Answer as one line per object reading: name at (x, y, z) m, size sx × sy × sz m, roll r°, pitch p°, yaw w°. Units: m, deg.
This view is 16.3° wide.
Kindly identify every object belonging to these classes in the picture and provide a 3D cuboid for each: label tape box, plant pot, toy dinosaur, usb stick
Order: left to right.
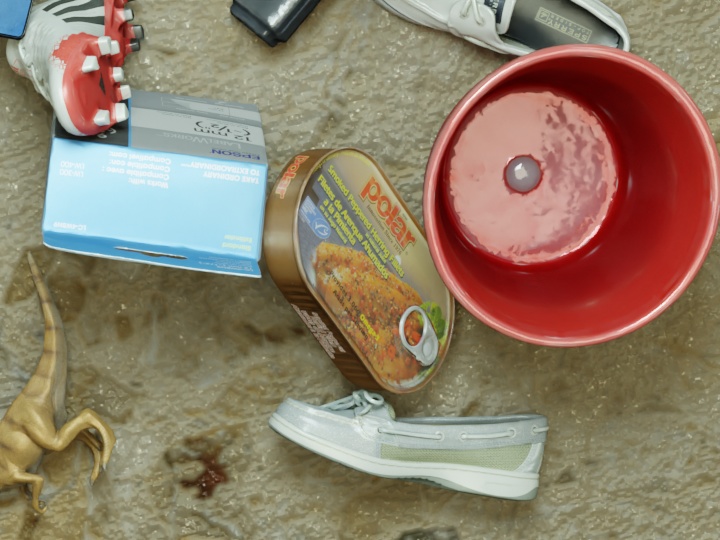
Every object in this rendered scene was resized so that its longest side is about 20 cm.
toy dinosaur at (-0.221, 0.101, 1.747) m, size 0.106 × 0.060 × 0.200 m, roll 23°, pitch 94°, yaw -7°
label tape box at (-0.135, -0.063, 1.662) m, size 0.143 × 0.200 × 0.066 m, roll 7°, pitch 107°, yaw -8°
usb stick at (-0.012, -0.243, 1.735) m, size 0.055 × 0.033 × 0.200 m, roll 41°, pitch 92°, yaw 25°
plant pot at (0.127, -0.058, 1.708) m, size 0.200 × 0.177 × 0.201 m, roll -1°, pitch 98°, yaw -7°

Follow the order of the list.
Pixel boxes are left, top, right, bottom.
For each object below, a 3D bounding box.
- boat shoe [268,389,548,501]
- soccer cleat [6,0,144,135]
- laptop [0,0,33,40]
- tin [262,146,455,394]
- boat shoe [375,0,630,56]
boat shoe at (0.034, 0.115, 1.775) m, size 0.202 × 0.074 × 0.065 m, roll 13°, pitch 90°, yaw -12°
soccer cleat at (-0.195, -0.137, 1.656) m, size 0.085 × 0.200 × 0.069 m, roll -8°, pitch 116°, yaw 7°
laptop at (-0.295, -0.275, 1.629) m, size 0.187 × 0.116 × 0.200 m, roll 12°, pitch 140°, yaw 15°
tin at (0.000, 0.000, 1.720) m, size 0.112 × 0.042 × 0.200 m, roll -58°, pitch 133°, yaw -27°
boat shoe at (0.094, -0.185, 1.744) m, size 0.200 × 0.066 × 0.072 m, roll 24°, pitch 94°, yaw -9°
